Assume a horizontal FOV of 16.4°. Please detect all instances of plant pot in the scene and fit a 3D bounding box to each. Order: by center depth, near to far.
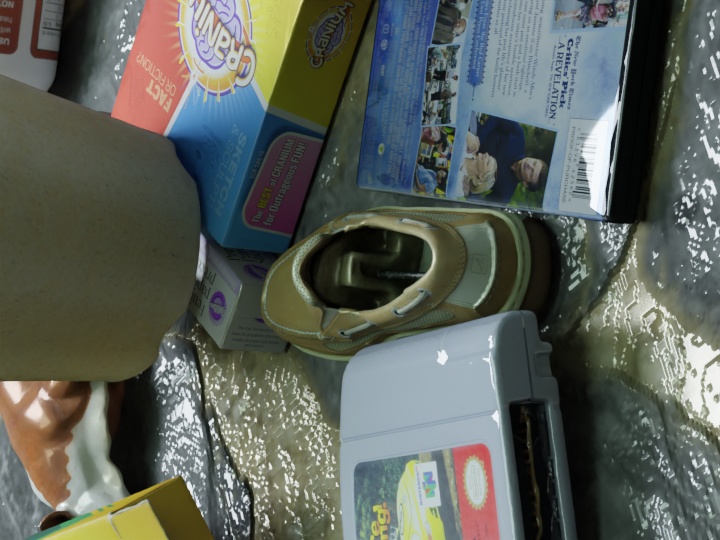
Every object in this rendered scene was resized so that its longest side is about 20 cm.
[{"bbox_3d":[-0.190,-0.019,1.251,0.200,0.183,0.201,-18,67,50],"label":"plant pot"}]

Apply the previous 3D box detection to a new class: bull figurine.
[{"bbox_3d":[-0.167,0.058,1.399,0.200,0.065,0.122,51,120,40],"label":"bull figurine"}]

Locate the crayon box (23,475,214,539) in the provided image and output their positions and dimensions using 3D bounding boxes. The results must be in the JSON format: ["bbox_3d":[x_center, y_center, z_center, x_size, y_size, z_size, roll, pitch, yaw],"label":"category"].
[{"bbox_3d":[-0.112,0.182,1.265,0.200,0.051,0.127,-25,92,53],"label":"crayon box"}]

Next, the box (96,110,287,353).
[{"bbox_3d":[-0.093,-0.023,1.317,0.200,0.041,0.039,48,125,49],"label":"box"}]

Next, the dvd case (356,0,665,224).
[{"bbox_3d":[0.065,-0.099,1.106,0.200,0.018,0.143,11,94,58],"label":"dvd case"}]

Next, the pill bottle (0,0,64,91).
[{"bbox_3d":[-0.232,-0.166,1.484,0.112,0.112,0.200,13,96,57],"label":"pill bottle"}]

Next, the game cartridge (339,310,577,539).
[{"bbox_3d":[0.042,0.125,1.077,0.133,0.041,0.200,-19,76,59],"label":"game cartridge"}]

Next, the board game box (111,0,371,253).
[{"bbox_3d":[-0.056,-0.132,1.275,0.153,0.040,0.200,45,122,50],"label":"board game box"}]

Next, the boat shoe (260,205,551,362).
[{"bbox_3d":[0.000,0.000,1.138,0.200,0.076,0.072,-16,72,55],"label":"boat shoe"}]
